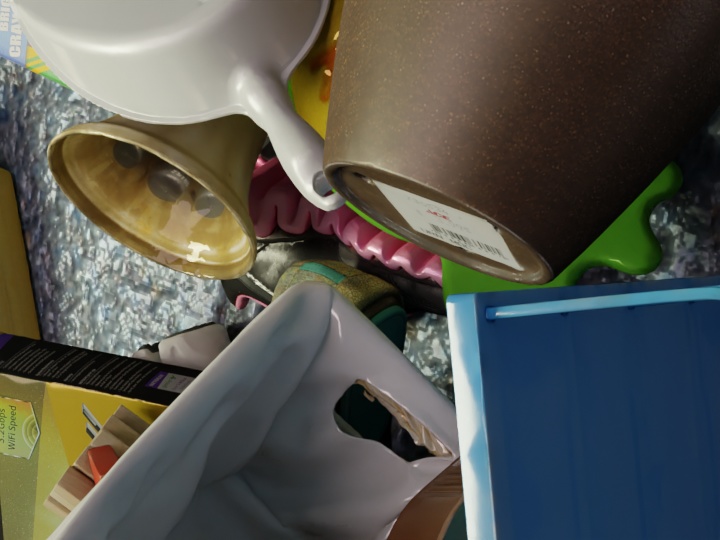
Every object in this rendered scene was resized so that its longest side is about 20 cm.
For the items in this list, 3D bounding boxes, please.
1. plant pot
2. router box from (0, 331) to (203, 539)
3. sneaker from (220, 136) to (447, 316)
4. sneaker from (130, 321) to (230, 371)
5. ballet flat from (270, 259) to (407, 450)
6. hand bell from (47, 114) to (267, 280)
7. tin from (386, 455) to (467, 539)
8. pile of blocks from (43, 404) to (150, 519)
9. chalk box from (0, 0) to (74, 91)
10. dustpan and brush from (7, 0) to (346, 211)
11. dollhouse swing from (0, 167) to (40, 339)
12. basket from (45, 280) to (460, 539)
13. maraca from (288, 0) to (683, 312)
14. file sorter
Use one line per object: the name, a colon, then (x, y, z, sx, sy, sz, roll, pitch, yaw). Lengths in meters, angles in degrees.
plant pot: (0.072, -0.103, 0.720, 0.187, 0.187, 0.200, 17, 76, 40)
router box: (-0.126, 0.142, 0.983, 0.157, 0.052, 0.200, 9, 110, 15)
sneaker: (0.000, 0.000, 0.926, 0.200, 0.079, 0.096, 17, 125, 41)
sneaker: (-0.133, 0.105, 1.039, 0.200, 0.075, 0.081, -34, 81, 35)
ballet flat: (-0.019, 0.078, 0.903, 0.071, 0.071, 0.200, 36, 136, 35)
hand bell: (-0.050, -0.106, 0.903, 0.104, 0.104, 0.200, 4, 56, 42)
tin: (0.080, 0.107, 0.766, 0.042, 0.200, 0.112, -3, 114, 45)
pile of blocks: (-0.064, 0.146, 0.875, 0.200, 0.082, 0.062, 59, 156, 8)
chalk box: (-0.134, -0.165, 0.991, 0.200, 0.124, 0.124, 26, 109, 39)
dustpan and brush: (-0.056, -0.094, 0.816, 0.139, 0.057, 0.200, -33, 41, -2)
dollhouse swing: (-0.321, 0.016, 1.133, 0.200, 0.176, 0.182, -18, 80, 40)
basket: (-0.050, 0.123, 0.778, 0.136, 0.200, 0.123, 45, 135, -2)
maraca: (0.049, -0.064, 0.838, 0.137, 0.107, 0.200, -34, 68, -2)
file sorter: (0.142, 0.069, 0.705, 0.123, 0.200, 0.139, -7, 87, 39)
